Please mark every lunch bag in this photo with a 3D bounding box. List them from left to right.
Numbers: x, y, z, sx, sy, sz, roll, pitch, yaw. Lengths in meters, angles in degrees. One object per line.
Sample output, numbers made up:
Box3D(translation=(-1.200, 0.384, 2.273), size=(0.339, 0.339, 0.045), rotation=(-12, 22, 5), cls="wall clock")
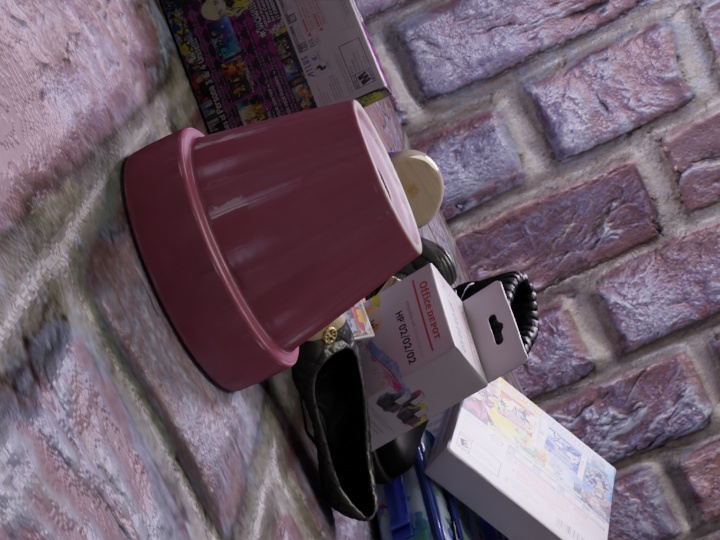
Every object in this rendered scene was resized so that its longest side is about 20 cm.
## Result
Box3D(translation=(0.070, 0.258, 1.450), size=(0.161, 0.082, 0.201), rotation=(56, 12, -36), cls="lunch bag")

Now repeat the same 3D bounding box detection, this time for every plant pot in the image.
Box3D(translation=(-0.057, -0.035, 1.120), size=(0.202, 0.177, 0.200), rotation=(63, 9, -17), cls="plant pot")

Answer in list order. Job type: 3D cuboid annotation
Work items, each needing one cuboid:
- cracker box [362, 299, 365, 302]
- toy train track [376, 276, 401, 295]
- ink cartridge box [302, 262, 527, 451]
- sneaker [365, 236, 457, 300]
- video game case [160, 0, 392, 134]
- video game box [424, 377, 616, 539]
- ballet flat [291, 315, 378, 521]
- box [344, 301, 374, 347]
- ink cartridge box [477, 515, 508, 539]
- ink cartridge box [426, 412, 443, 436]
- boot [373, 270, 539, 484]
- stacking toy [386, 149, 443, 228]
Box3D(translation=(-0.065, -0.053, 1.513), size=(0.135, 0.057, 0.201), rotation=(-105, 169, -51), cls="cracker box")
Box3D(translation=(0.046, 0.075, 1.527), size=(0.198, 0.115, 0.033), rotation=(23, 29, -27), cls="toy train track")
Box3D(translation=(0.042, 0.075, 1.336), size=(0.068, 0.199, 0.116), rotation=(48, 18, -39), cls="ink cartridge box")
Box3D(translation=(0.000, 0.000, 1.629), size=(0.198, 0.114, 0.077), rotation=(24, -38, 38), cls="sneaker")
Box3D(translation=(-0.086, -0.225, 1.433), size=(0.202, 0.180, 0.036), rotation=(68, 9, 14), cls="video game case")
Box3D(translation=(0.165, 0.202, 1.476), size=(0.199, 0.047, 0.183), rotation=(39, 30, -6), cls="video game box")
Box3D(translation=(-0.014, 0.116, 1.233), size=(0.057, 0.066, 0.202), rotation=(22, -51, 54), cls="ballet flat")
Box3D(translation=(-0.070, -0.020, 1.282), size=(0.109, 0.035, 0.202), rotation=(-8, 71, -42), cls="box")
Box3D(translation=(0.148, 0.356, 1.496), size=(0.199, 0.046, 0.202), rotation=(-102, -166, -47), cls="ink cartridge box")
Box3D(translation=(0.106, 0.181, 1.640), size=(0.084, 0.145, 0.202), rotation=(-51, 117, -82), cls="ink cartridge box")
Box3D(translation=(0.084, 0.099, 1.398), size=(0.079, 0.156, 0.214), rotation=(44, 49, -50), cls="boot")
Box3D(translation=(0.008, -0.097, 1.621), size=(0.199, 0.085, 0.086), rotation=(17, -42, 60), cls="stacking toy")
